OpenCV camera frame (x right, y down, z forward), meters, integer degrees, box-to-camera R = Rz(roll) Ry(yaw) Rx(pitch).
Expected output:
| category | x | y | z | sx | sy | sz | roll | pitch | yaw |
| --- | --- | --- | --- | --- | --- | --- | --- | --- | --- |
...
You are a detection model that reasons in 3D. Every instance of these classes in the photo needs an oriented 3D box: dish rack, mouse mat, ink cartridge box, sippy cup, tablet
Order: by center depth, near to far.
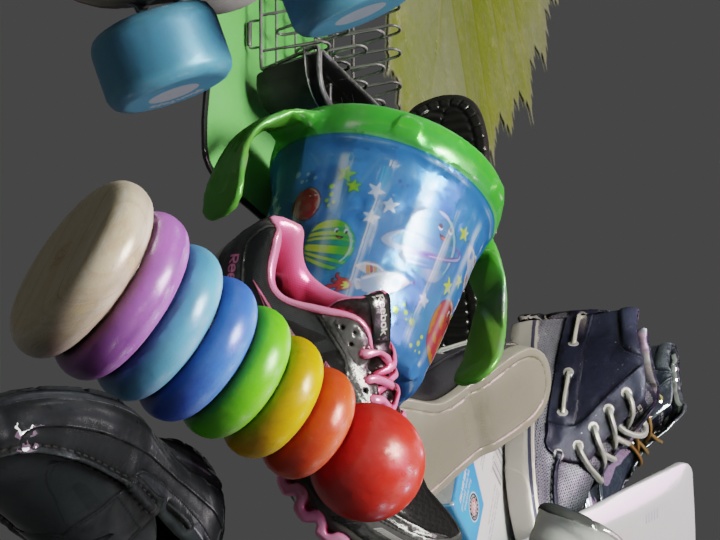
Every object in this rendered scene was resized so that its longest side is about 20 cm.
| category | x | y | z | sx | sy | sz | roll | pitch | yaw |
| --- | --- | --- | --- | --- | --- | --- | --- | --- | --- |
| sippy cup | 0.000 | 0.000 | 0.977 | 0.140 | 0.177 | 0.131 | 101 | 6 | -61 |
| mouse mat | -0.053 | -0.117 | 1.060 | 0.161 | 0.007 | 0.201 | 43 | 43 | -57 |
| dish rack | -0.016 | -0.162 | 1.090 | 0.153 | 0.054 | 0.201 | 39 | 45 | -60 |
| tablet | 0.140 | 0.212 | 1.133 | 0.199 | 0.014 | 0.131 | -20 | 117 | -31 |
| ink cartridge box | 0.071 | 0.183 | 1.157 | 0.115 | 0.067 | 0.201 | -74 | 146 | -49 |

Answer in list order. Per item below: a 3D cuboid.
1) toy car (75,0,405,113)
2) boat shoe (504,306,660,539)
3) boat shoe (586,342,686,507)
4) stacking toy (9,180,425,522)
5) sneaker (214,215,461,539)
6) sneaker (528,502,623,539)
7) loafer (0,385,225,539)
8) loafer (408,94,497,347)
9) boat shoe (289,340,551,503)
| category | x | y | z | sx | sy | sz | roll | pitch | yaw |
| --- | --- | --- | --- | --- | --- | --- | --- | --- | --- |
| toy car | -0.064 | -0.184 | 0.871 | 0.200 | 0.176 | 0.185 | -5 | 74 | -81 |
| boat shoe | 0.148 | 0.108 | 1.171 | 0.075 | 0.092 | 0.201 | 54 | 31 | -50 |
| boat shoe | 0.230 | 0.140 | 1.542 | 0.201 | 0.090 | 0.071 | -79 | 150 | -42 |
| stacking toy | -0.052 | 0.049 | 0.784 | 0.200 | 0.085 | 0.086 | 37 | 40 | -22 |
| sneaker | -0.010 | 0.057 | 0.873 | 0.200 | 0.095 | 0.079 | 50 | 17 | 9 |
| sneaker | 0.135 | 0.221 | 1.007 | 0.087 | 0.074 | 0.200 | -48 | 117 | -21 |
| loafer | -0.108 | 0.098 | 0.743 | 0.201 | 0.068 | 0.071 | 42 | 34 | -62 |
| loafer | 0.057 | -0.021 | 1.226 | 0.071 | 0.072 | 0.202 | 49 | 41 | -68 |
| boat shoe | 0.026 | 0.092 | 1.052 | 0.199 | 0.063 | 0.073 | -23 | 116 | -37 |
